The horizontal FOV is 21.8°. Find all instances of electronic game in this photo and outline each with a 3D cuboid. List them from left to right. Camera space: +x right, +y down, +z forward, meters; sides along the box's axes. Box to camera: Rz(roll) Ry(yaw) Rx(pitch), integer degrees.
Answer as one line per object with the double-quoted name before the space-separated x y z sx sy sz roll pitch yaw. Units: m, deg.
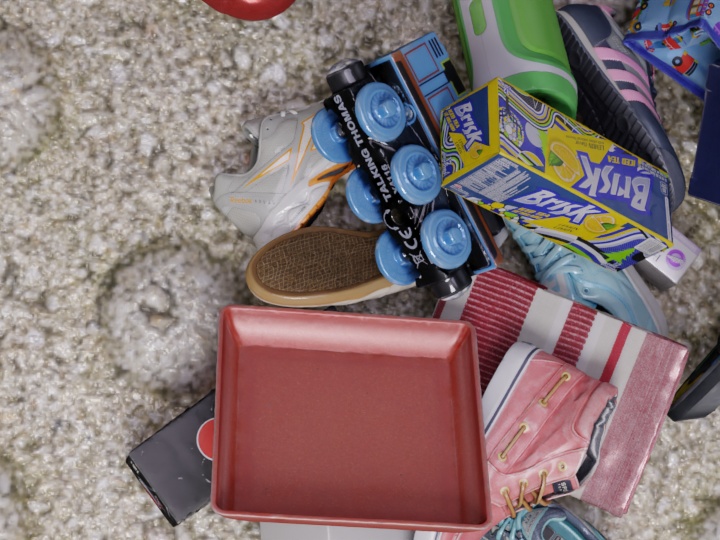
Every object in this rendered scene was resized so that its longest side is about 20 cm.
"electronic game" 0.310 0.042 1.472 0.042 0.200 0.200 42 76 8

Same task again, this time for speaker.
"speaker" 0.118 -0.193 1.496 0.088 0.089 0.201 -1 52 -10

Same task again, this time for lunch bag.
"lunch bag" 0.335 -0.207 1.560 0.200 0.094 0.151 34 69 -30

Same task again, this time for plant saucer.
"plant saucer" -0.009 0.115 1.377 0.198 0.037 0.201 4 46 -6

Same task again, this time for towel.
"towel" 0.142 0.089 1.469 0.199 0.023 0.145 23 97 14

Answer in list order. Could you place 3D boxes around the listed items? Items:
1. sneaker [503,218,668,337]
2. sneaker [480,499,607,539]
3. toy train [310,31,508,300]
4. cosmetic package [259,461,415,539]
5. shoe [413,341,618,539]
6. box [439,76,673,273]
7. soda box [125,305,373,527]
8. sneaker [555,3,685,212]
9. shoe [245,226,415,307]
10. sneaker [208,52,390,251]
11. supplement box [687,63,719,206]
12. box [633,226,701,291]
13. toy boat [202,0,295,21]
"sneaker" 0.170 0.001 1.503 0.200 0.074 0.082 49 35 1
"sneaker" 0.123 0.190 1.472 0.199 0.086 0.078 30 77 -4
"toy train" 0.046 -0.079 1.429 0.114 0.087 0.201 -33 98 -39
"cosmetic package" -0.011 0.246 1.422 0.107 0.085 0.201 2 81 -43
"shoe" 0.117 0.157 1.407 0.091 0.072 0.201 23 77 22
"box" 0.151 -0.069 1.424 0.200 0.064 0.070 25 53 -37
"soda box" -0.084 0.113 1.460 0.200 0.063 0.071 -36 87 -14
"sneaker" 0.224 -0.139 1.538 0.082 0.070 0.201 -18 72 -32
"shoe" 0.000 0.000 1.476 0.199 0.053 0.070 -12 57 -26
"sneaker" -0.041 -0.110 1.501 0.092 0.076 0.200 39 76 2
"supplement box" 0.374 -0.103 1.498 0.199 0.109 0.109 -4 108 -38
"box" 0.189 -0.061 1.549 0.200 0.041 0.039 38 76 -1
"toy boat" -0.068 -0.301 1.458 0.130 0.131 0.200 35 77 -3
